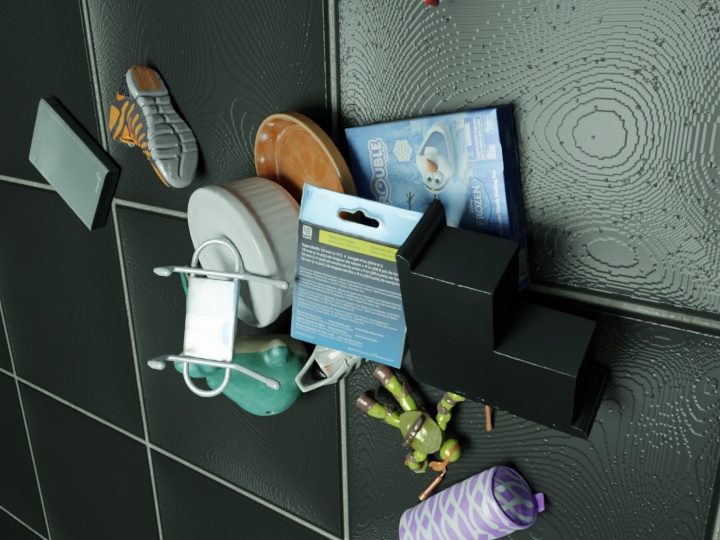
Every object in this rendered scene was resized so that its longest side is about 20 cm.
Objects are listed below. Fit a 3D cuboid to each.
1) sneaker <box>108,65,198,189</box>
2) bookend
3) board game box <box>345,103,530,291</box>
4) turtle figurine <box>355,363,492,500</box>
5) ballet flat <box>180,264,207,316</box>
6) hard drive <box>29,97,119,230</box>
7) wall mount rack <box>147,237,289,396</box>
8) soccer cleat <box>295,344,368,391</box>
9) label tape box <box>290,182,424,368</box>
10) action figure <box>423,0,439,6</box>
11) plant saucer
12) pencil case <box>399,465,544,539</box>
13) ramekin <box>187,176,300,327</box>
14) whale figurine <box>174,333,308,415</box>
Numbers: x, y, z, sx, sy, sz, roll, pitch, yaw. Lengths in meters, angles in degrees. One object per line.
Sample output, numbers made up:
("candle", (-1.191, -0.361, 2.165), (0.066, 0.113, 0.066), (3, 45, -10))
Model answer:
("sneaker", (-0.318, -0.199, 1.021), (0.112, 0.077, 0.201), (-32, 76, 44))
("bookend", (0.151, 0.050, 0.683), (0.198, 0.092, 0.201), (15, 139, 27))
("board game box", (0.086, -0.076, 0.773), (0.198, 0.043, 0.201), (1, 108, 38))
("turtle figurine", (0.070, 0.206, 0.876), (0.161, 0.064, 0.201), (37, 125, 21))
("ballet flat", (-0.227, 0.039, 0.982), (0.200, 0.062, 0.068), (-122, 26, -57))
("hard drive", (-0.509, -0.188, 1.188), (0.200, 0.033, 0.140), (44, 127, 15))
("wall mount rack", (-0.164, 0.064, 0.805), (0.173, 0.075, 0.201), (6, 94, 10))
("soccer cleat", (-0.015, 0.101, 0.887), (0.069, 0.085, 0.200), (54, 130, 8))
("label tape box", (0.000, 0.000, 0.777), (0.143, 0.066, 0.201), (15, 118, 14))
("action figure", (0.135, -0.337, 0.637), (0.200, 0.052, 0.066), (-27, 95, 35))
("plant saucer", (-0.066, -0.105, 0.854), (0.200, 0.032, 0.201), (35, 140, 35))
("pencil case", (0.134, 0.321, 0.862), (0.085, 0.084, 0.200), (30, 134, -18))
("ramekin", (-0.140, -0.032, 0.898), (0.202, 0.094, 0.203), (34, 139, 36))
("whale figurine", (-0.158, 0.147, 0.935), (0.159, 0.200, 0.104), (-26, 64, 30))
